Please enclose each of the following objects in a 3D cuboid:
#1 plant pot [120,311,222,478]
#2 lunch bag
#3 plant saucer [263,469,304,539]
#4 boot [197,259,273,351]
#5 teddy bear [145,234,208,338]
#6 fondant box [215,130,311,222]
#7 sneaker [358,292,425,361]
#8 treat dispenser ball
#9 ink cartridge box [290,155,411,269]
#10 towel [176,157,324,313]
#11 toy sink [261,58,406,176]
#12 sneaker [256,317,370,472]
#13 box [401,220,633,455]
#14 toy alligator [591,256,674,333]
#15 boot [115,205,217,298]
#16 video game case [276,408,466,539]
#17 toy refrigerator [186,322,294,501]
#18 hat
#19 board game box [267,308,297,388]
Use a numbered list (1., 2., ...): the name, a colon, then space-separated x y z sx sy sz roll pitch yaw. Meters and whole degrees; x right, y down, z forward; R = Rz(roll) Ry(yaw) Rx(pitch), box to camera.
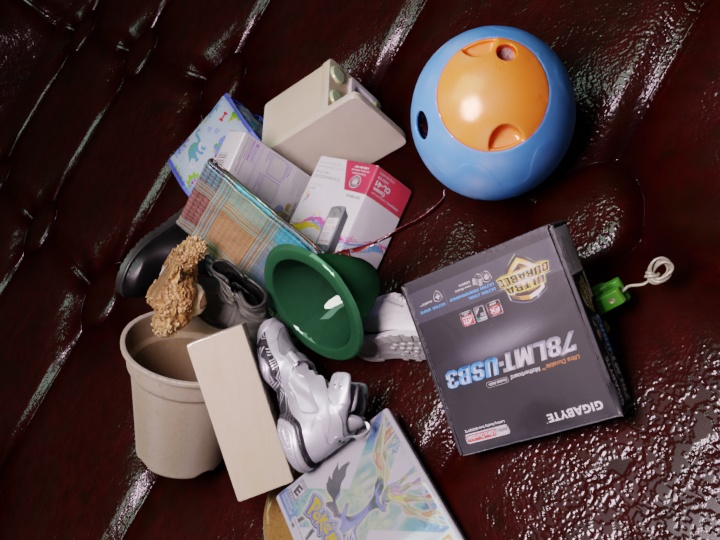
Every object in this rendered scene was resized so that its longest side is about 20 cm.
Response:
1. plant pot: -0.250 0.185 1.190 0.200 0.196 0.188 42 128 49
2. lunch bag: -0.213 -0.169 1.421 0.170 0.127 0.201 -46 52 14
3. plant saucer: -0.063 0.305 1.054 0.198 0.035 0.204 -25 50 34
4. boot: -0.182 0.029 1.153 0.198 0.132 0.068 31 58 34
5. teddy bear: -0.247 0.026 1.131 0.199 0.066 0.148 -16 47 66
6. fondant box: -0.142 -0.096 1.248 0.058 0.198 0.147 14 76 51
7. sneaker: 0.054 0.066 1.053 0.197 0.076 0.082 -3 56 43
8. treat dispenser ball: 0.158 -0.188 0.995 0.198 0.199 0.205 -24 51 33
9. ink cartridge box: -0.033 -0.053 1.200 0.146 0.085 0.203 17 78 49
10. towel: -0.154 -0.041 1.123 0.147 0.199 0.022 -49 1 44
11. toy sink: -0.040 -0.232 1.281 0.198 0.129 0.114 -25 50 35
12. sneaker: -0.057 0.138 1.036 0.113 0.075 0.204 -25 63 12
13. box: 0.160 0.076 0.879 0.197 0.049 0.203 -22 84 36
14. toy alligator: 0.246 0.037 0.887 0.198 0.060 0.054 -36 4 27
15. boot: -0.265 -0.006 1.298 0.157 0.080 0.211 35 68 23
16. video game case: 0.007 0.291 0.960 0.181 0.022 0.201 -39 48 5
17. toy refrigerator: -0.149 0.175 1.047 0.074 0.070 0.204 -19 91 -3
18. hat: 0.000 0.000 1.071 0.197 0.169 0.175 14 41 42
19. board game box: -0.173 0.093 1.293 0.199 0.034 0.128 32 92 50
